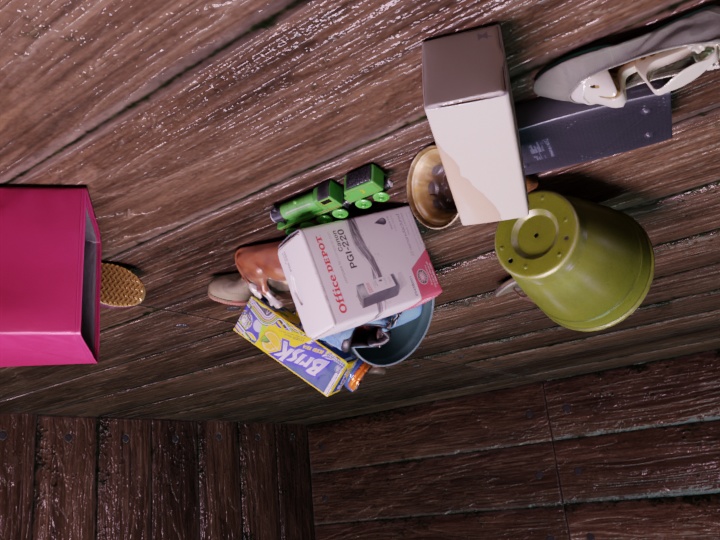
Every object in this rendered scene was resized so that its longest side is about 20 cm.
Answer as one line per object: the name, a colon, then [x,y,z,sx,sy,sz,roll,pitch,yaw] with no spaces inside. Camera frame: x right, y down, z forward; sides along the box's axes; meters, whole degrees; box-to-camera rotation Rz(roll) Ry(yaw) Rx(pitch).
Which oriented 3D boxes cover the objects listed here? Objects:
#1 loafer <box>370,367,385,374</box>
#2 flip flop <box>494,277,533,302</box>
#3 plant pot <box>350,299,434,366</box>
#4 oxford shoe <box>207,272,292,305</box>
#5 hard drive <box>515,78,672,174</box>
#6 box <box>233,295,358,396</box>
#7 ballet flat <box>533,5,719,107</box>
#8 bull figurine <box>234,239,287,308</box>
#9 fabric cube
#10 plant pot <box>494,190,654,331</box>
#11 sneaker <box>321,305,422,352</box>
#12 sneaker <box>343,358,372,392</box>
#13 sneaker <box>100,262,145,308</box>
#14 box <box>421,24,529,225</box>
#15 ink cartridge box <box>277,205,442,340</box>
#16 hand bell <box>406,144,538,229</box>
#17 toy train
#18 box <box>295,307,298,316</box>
loafer: [-0.002,0.260,2.033,0.199,0.068,0.076,-1,166,42]
flip flop: [0.379,0.038,1.474,0.199,0.058,0.081,-3,162,-8]
plant pot: [0.012,0.053,1.241,0.200,0.201,0.134,11,-177,-41]
oxford shoe: [-0.180,0.011,1.242,0.199,0.071,0.074,-8,136,10]
hard drive: [0.256,-0.168,0.832,0.199,0.043,0.135,-12,161,22]
box: [-0.107,0.122,1.175,0.200,0.070,0.064,33,-171,15]
ballet flat: [0.271,-0.199,0.709,0.199,0.064,0.067,-16,159,29]
bull figurine: [-0.107,-0.008,1.137,0.199,0.122,0.065,-6,-153,27]
fabric cube: [-0.455,0.016,0.931,0.198,0.197,0.200,-1,162,-14]
plant pot: [0.300,-0.028,1.044,0.200,0.201,0.193,-19,153,35]
sneaker: [0.025,0.087,1.100,0.199,0.090,0.079,-16,130,-37]
sneaker: [-0.029,0.157,1.287,0.078,0.075,0.200,38,176,-6]
sneaker: [-0.463,0.026,1.178,0.199,0.075,0.090,11,165,-25]
box: [0.123,-0.141,0.731,0.077,0.095,0.200,-8,148,15]
ink cartridge box: [0.000,0.000,1.021,0.199,0.146,0.085,-16,170,-32]
hand bell: [0.169,-0.115,0.944,0.199,0.105,0.104,-8,167,-38]
toy train: [-0.045,-0.095,0.975,0.199,0.042,0.056,-18,148,33]
box: [-0.008,0.093,1.425,0.199,0.123,0.193,1,160,-21]
